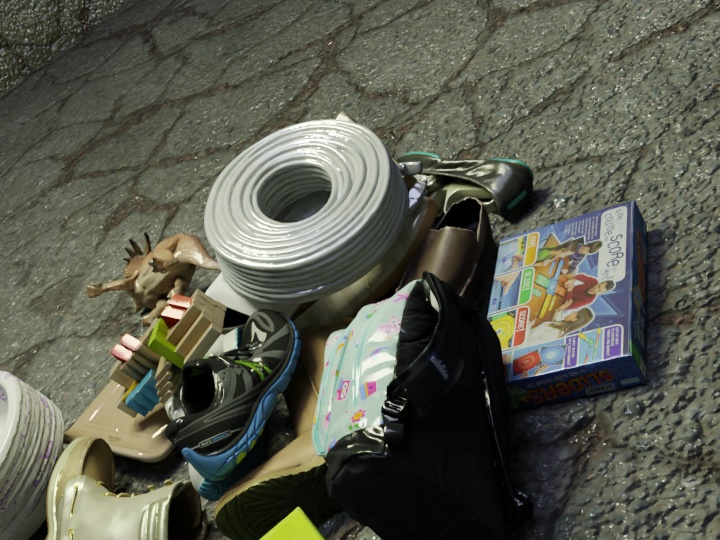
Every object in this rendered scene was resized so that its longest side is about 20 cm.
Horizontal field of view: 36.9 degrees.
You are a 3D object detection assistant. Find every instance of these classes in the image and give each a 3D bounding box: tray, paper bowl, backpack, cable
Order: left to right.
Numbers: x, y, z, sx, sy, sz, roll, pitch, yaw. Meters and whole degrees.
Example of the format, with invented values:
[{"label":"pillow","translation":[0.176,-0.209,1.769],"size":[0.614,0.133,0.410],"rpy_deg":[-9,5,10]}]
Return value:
[{"label":"paper bowl","translation":[-0.385,0.212,1.110],"size":[0.200,0.104,0.202],"rpy_deg":[-27,41,26]},{"label":"tray","translation":[-0.066,-0.037,1.092],"size":[0.107,0.022,0.200],"rpy_deg":[17,59,34]},{"label":"cable","translation":[-0.053,-0.058,1.041],"size":[0.199,0.069,0.201],"rpy_deg":[8,54,27]},{"label":"backpack","translation":[0.040,0.100,0.813],"size":[0.126,0.167,0.201],"rpy_deg":[-25,38,27]}]

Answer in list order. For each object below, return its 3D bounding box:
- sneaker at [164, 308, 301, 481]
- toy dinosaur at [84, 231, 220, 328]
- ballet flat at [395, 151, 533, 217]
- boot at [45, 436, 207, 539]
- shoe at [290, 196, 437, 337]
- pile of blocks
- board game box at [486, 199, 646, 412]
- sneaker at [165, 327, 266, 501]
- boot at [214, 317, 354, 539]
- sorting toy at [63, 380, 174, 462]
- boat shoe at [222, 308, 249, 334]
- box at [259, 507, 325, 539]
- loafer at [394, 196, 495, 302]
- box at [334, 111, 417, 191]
[{"label":"sneaker","translation":[-0.111,0.092,0.946],"size":[0.071,0.083,0.200],"rpy_deg":[-42,14,35]},{"label":"toy dinosaur","translation":[-0.235,-0.004,1.297],"size":[0.199,0.086,0.136],"rpy_deg":[-25,22,30]},{"label":"ballet flat","translation":[0.094,-0.089,1.160],"size":[0.199,0.068,0.069],"rpy_deg":[6,56,49]},{"label":"boot","translation":[-0.214,0.218,0.989],"size":[0.154,0.072,0.201],"rpy_deg":[-24,37,18]},{"label":"shoe","translation":[0.000,0.000,1.066],"size":[0.200,0.053,0.070],"rpy_deg":[-50,19,1]},{"label":"pile of blocks","translation":[-0.203,0.085,1.037],"size":[0.200,0.062,0.082],"rpy_deg":[-43,19,39]},{"label":"board game box","translation":[0.176,0.029,0.928],"size":[0.135,0.035,0.201],"rpy_deg":[-17,34,28]},{"label":"sneaker","translation":[-0.140,0.143,1.020],"size":[0.080,0.077,0.201],"rpy_deg":[-22,32,14]},{"label":"boot","translation":[-0.054,0.139,0.968],"size":[0.174,0.066,0.200],"rpy_deg":[-22,29,-1]},{"label":"sorting toy","translation":[-0.212,0.130,1.166],"size":[0.184,0.037,0.200],"rpy_deg":[0,39,45]},{"label":"boat shoe","translation":[-0.071,0.009,1.117],"size":[0.200,0.072,0.061],"rpy_deg":[-31,3,8]},{"label":"box","translation":[-0.044,0.268,0.774],"size":[0.122,0.048,0.200],"rpy_deg":[-39,29,-10]},{"label":"loafer","translation":[0.074,-0.007,1.007],"size":[0.072,0.071,0.200],"rpy_deg":[3,32,18]},{"label":"box","translation":[-0.044,-0.061,1.182],"size":[0.200,0.032,0.121],"rpy_deg":[-49,59,8]}]
